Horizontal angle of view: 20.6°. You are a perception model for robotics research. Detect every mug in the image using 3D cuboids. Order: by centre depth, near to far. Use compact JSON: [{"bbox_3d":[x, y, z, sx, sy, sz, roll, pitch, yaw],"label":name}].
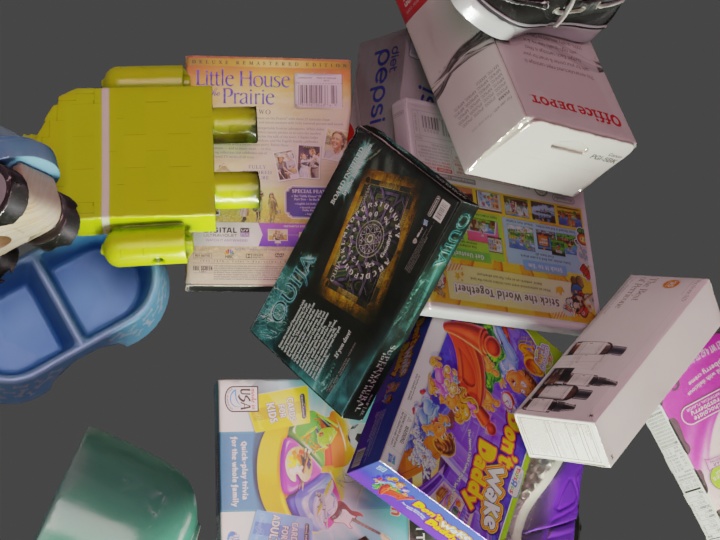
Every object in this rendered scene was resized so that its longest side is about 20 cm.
[{"bbox_3d":[-0.200,0.228,1.540,0.114,0.152,0.186,25,77,-6],"label":"mug"}]

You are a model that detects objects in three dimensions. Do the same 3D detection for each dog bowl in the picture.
[{"bbox_3d":[-0.250,0.029,1.625,0.199,0.050,0.112,-29,85,-13],"label":"dog bowl"}]

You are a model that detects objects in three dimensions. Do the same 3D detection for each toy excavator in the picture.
[{"bbox_3d":[-0.337,-0.089,1.580,0.193,0.100,0.201,-25,67,19],"label":"toy excavator"}]

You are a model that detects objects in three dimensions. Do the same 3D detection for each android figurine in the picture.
[{"bbox_3d":[-0.182,-0.089,1.620,0.198,0.041,0.183,-4,65,-3],"label":"android figurine"}]

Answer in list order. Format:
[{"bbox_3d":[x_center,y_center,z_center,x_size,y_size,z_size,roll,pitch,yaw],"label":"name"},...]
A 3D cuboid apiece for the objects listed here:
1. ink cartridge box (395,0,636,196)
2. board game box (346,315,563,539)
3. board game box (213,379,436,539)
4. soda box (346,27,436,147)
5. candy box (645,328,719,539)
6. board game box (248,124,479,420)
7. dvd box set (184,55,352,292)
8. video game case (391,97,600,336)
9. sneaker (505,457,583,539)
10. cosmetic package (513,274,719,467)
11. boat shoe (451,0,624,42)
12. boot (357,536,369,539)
[{"bbox_3d":[0.126,-0.171,1.647,0.146,0.083,0.201,10,51,-44],"label":"ink cartridge box"},{"bbox_3d":[0.080,0.114,1.607,0.134,0.045,0.201,38,52,-22],"label":"board game box"},{"bbox_3d":[-0.020,0.167,1.636,0.198,0.047,0.152,0,79,-9],"label":"board game box"},{"bbox_3d":[0.030,-0.097,1.670,0.063,0.068,0.202,19,70,-37],"label":"soda box"},{"bbox_3d":[0.335,0.149,1.689,0.136,0.061,0.201,-26,85,-14],"label":"candy box"},{"bbox_3d":[0.000,0.000,1.592,0.135,0.028,0.201,40,107,39],"label":"board game box"},{"bbox_3d":[-0.079,-0.082,1.683,0.145,0.029,0.202,0,80,-9],"label":"dvd box set"},{"bbox_3d":[0.115,-0.042,1.654,0.199,0.023,0.183,9,67,-39],"label":"video game case"},{"bbox_3d":[0.151,0.224,1.646,0.099,0.069,0.201,42,61,-24],"label":"sneaker"},{"bbox_3d":[0.215,0.078,1.631,0.200,0.082,0.051,-46,127,-38],"label":"cosmetic package"},{"bbox_3d":[0.149,-0.227,1.590,0.198,0.068,0.074,5,53,-45],"label":"boat shoe"},{"bbox_3d":[-0.010,0.329,1.599,0.154,0.074,0.201,-34,99,-1],"label":"boot"}]
